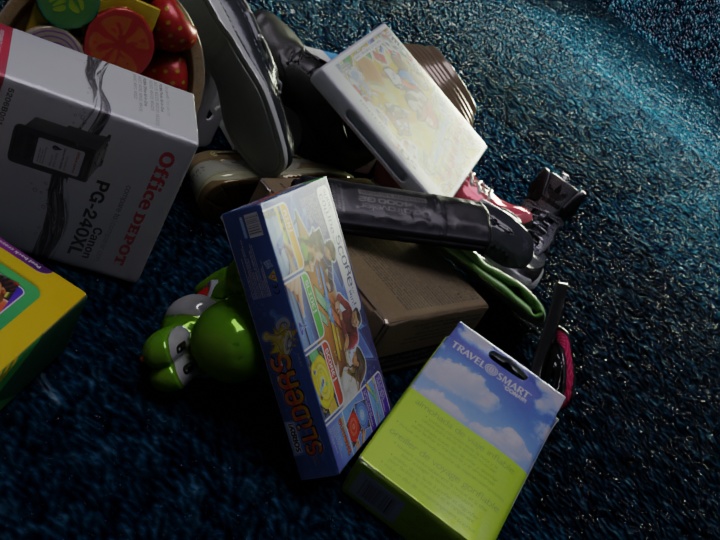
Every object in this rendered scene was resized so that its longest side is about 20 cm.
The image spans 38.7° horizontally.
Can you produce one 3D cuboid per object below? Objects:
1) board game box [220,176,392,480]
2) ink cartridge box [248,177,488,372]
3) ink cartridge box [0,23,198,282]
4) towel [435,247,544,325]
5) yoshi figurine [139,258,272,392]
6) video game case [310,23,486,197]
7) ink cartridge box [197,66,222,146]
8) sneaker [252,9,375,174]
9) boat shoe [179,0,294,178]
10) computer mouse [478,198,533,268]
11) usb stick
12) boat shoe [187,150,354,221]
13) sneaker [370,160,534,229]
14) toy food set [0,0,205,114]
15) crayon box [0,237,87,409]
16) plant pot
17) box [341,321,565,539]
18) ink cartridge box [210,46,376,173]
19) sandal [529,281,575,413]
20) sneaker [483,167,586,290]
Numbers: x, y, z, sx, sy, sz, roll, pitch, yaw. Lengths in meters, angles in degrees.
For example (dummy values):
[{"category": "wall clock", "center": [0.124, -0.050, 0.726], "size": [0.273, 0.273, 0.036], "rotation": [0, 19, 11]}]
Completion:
[{"category": "board game box", "center": [-0.035, 0.038, 0.784], "size": [0.135, 0.034, 0.203], "rotation": [-33, 109, -67]}, {"category": "ink cartridge box", "center": [0.000, 0.000, 0.977], "size": [0.163, 0.076, 0.200], "rotation": [-6, 47, -48]}, {"category": "ink cartridge box", "center": [-0.242, -0.092, 0.808], "size": [0.198, 0.146, 0.084], "rotation": [17, 30, -25]}, {"category": "towel", "center": [0.137, 0.002, 1.070], "size": [0.149, 0.031, 0.200], "rotation": [38, 2, 10]}, {"category": "yoshi figurine", "center": [-0.085, 0.035, 0.809], "size": [0.112, 0.112, 0.200], "rotation": [44, 37, 2]}, {"category": "video game case", "center": [0.048, -0.161, 1.066], "size": [0.182, 0.023, 0.200], "rotation": [49, 31, -6]}, {"category": "ink cartridge box", "center": [-0.218, -0.185, 1.009], "size": [0.068, 0.116, 0.199], "rotation": [45, 30, 25]}, {"category": "sneaker", "center": [-0.045, -0.191, 1.071], "size": [0.201, 0.090, 0.076], "rotation": [51, 55, -20]}, {"category": "boat shoe", "center": [-0.106, -0.188, 0.980], "size": [0.060, 0.075, 0.202], "rotation": [-25, 93, -46]}, {"category": "computer mouse", "center": [0.115, -0.071, 1.103], "size": [0.199, 0.034, 0.059], "rotation": [36, 68, -16]}, {"category": "usb stick", "center": [0.031, -0.051, 0.942], "size": [0.197, 0.033, 0.056], "rotation": [7, 55, -21]}, {"category": "boat shoe", "center": [-0.086, -0.094, 1.041], "size": [0.198, 0.074, 0.067], "rotation": [-1, 47, -45]}, {"category": "sneaker", "center": [0.106, -0.095, 1.167], "size": [0.197, 0.088, 0.074], "rotation": [15, 18, 4]}, {"category": "toy food set", "center": [-0.229, -0.162, 0.884], "size": [0.196, 0.202, 0.049], "rotation": [16, 16, -31]}, {"category": "crayon box", "center": [-0.307, 0.020, 0.662], "size": [0.198, 0.059, 0.173], "rotation": [32, 30, 0]}, {"category": "plant pot", "center": [0.079, -0.212, 1.273], "size": [0.202, 0.092, 0.201], "rotation": [54, 2, -2]}, {"category": "box", "center": [0.082, 0.139, 0.834], "size": [0.121, 0.048, 0.200], "rotation": [35, 40, 7]}, {"category": "ink cartridge box", "center": [-0.078, -0.200, 1.203], "size": [0.198, 0.085, 0.145], "rotation": [6, 38, -40]}, {"category": "sandal", "center": [0.185, 0.091, 0.966], "size": [0.044, 0.076, 0.201], "rotation": [14, 49, 12]}, {"category": "sneaker", "center": [0.212, -0.057, 1.235], "size": [0.075, 0.115, 0.200], "rotation": [32, 28, 2]}]
